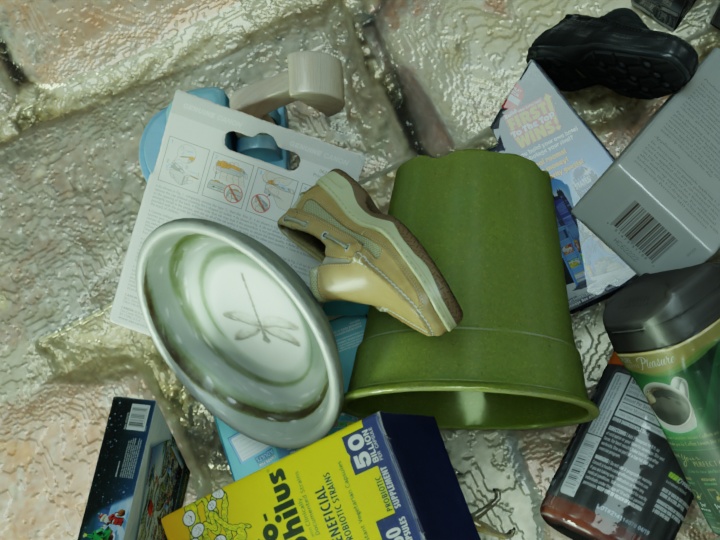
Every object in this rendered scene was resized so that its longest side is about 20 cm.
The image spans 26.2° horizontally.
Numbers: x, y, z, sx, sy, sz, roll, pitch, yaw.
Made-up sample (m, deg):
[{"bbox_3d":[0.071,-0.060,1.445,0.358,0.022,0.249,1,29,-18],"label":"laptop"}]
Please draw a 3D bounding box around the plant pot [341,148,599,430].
[{"bbox_3d":[0.083,0.014,1.187,0.198,0.200,0.192,0,77,8],"label":"plant pot"}]

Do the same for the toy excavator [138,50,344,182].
[{"bbox_3d":[-0.099,-0.115,1.277,0.193,0.200,0.101,-5,76,7],"label":"toy excavator"}]

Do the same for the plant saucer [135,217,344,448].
[{"bbox_3d":[-0.082,0.040,1.169,0.200,0.201,0.050,36,50,15],"label":"plant saucer"}]

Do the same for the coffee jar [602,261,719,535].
[{"bbox_3d":[0.258,0.091,1.120,0.085,0.104,0.201,-33,98,-23],"label":"coffee jar"}]

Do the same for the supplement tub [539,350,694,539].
[{"bbox_3d":[0.227,0.127,1.219,0.106,0.107,0.201,25,79,13],"label":"supplement tub"}]

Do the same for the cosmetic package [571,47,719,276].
[{"bbox_3d":[0.261,-0.080,1.223,0.101,0.071,0.200,44,49,3],"label":"cosmetic package"}]

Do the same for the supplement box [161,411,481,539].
[{"bbox_3d":[-0.029,0.196,1.159,0.199,0.109,0.110,-28,72,21],"label":"supplement box"}]

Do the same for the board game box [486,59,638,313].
[{"bbox_3d":[0.142,-0.059,1.288,0.199,0.062,0.201,-25,82,12],"label":"board game box"}]

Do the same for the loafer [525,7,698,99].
[{"bbox_3d":[0.209,-0.184,1.267,0.068,0.200,0.071,41,80,-25],"label":"loafer"}]

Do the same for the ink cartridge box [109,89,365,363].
[{"bbox_3d":[-0.096,-0.027,1.227,0.160,0.050,0.201,19,106,2],"label":"ink cartridge box"}]

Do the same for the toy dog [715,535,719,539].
[{"bbox_3d":[0.242,0.289,1.178,0.199,0.096,0.132,-33,30,28],"label":"toy dog"}]

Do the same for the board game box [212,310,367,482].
[{"bbox_3d":[-0.032,0.152,1.279,0.150,0.047,0.201,-20,74,2],"label":"board game box"}]

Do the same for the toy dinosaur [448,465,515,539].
[{"bbox_3d":[0.045,0.198,1.203,0.199,0.058,0.102,21,80,12],"label":"toy dinosaur"}]

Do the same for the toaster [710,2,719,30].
[{"bbox_3d":[0.416,-0.235,1.277,0.200,0.119,0.181,38,84,15],"label":"toaster"}]

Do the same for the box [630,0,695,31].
[{"bbox_3d":[0.295,-0.301,1.269,0.050,0.200,0.158,36,84,9],"label":"box"}]

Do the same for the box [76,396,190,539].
[{"bbox_3d":[-0.184,0.219,1.211,0.037,0.137,0.201,5,60,9],"label":"box"}]

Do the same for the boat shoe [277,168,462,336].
[{"bbox_3d":[0.000,0.000,1.096,0.076,0.072,0.200,-32,33,-10],"label":"boat shoe"}]

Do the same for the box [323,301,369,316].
[{"bbox_3d":[-0.073,-0.001,1.302,0.198,0.049,0.083,-3,32,7],"label":"box"}]
